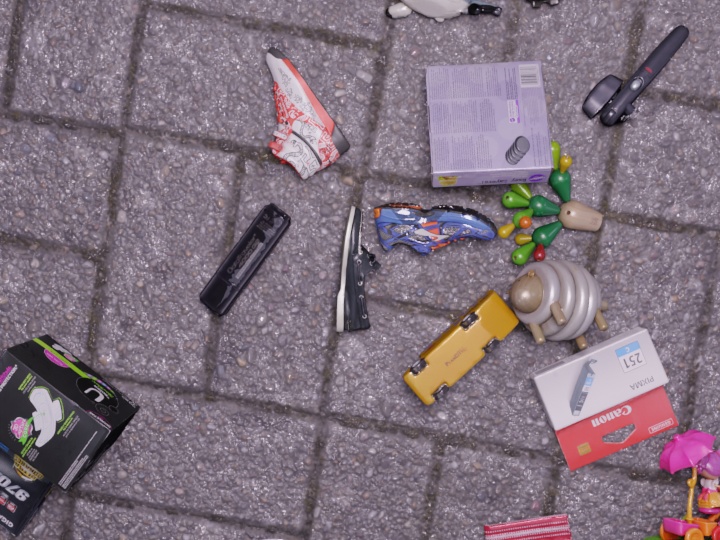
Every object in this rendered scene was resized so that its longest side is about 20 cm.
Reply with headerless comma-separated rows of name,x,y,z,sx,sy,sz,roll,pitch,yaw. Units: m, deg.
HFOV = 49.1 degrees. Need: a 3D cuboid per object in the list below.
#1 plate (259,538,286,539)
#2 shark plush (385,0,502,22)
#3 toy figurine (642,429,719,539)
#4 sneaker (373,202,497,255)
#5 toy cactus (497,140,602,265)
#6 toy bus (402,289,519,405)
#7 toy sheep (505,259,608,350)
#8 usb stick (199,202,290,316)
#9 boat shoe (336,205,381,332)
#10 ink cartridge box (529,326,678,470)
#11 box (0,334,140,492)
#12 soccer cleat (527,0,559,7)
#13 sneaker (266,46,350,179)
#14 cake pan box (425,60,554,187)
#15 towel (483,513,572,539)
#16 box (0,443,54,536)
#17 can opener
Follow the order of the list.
plate,-0.145,0.540,1.306,0.197,0.026,0.203,0,93,0
shark plush,0.128,-0.445,1.231,0.197,0.091,0.084,11,63,5
toy figurine,0.545,0.348,1.246,0.197,0.150,0.187,5,84,-21
sneaker,0.118,-0.063,1.248,0.197,0.075,0.080,5,104,16
toy cactus,0.305,-0.101,1.239,0.163,0.102,0.203,14,85,-10
toy bus,0.158,0.121,1.252,0.200,0.078,0.065,-43,93,3
toy sheep,0.309,0.049,1.217,0.198,0.137,0.140,13,94,-33
usb stick,-0.187,-0.017,1.273,0.055,0.033,0.201,37,93,6
boat shoe,0.000,0.001,1.251,0.065,0.075,0.202,5,94,-2
ink cartridge box,0.399,0.211,1.270,0.198,0.045,0.178,-24,91,2
box,-0.477,0.217,1.232,0.199,0.149,0.125,38,95,-2
soccer cleat,0.347,-0.468,1.225,0.197,0.065,0.085,-9,86,1
sneaker,-0.115,-0.243,1.242,0.107,0.067,0.202,-37,95,0
cake pan box,0.193,-0.230,1.211,0.181,0.052,0.203,-3,70,2
towel,0.288,0.508,1.299,0.143,0.022,0.203,-10,91,3
box,-0.588,0.307,1.274,0.199,0.046,0.160,38,106,-1
can opener,0.440,-0.305,1.232,0.200,0.063,0.079,-45,91,3
